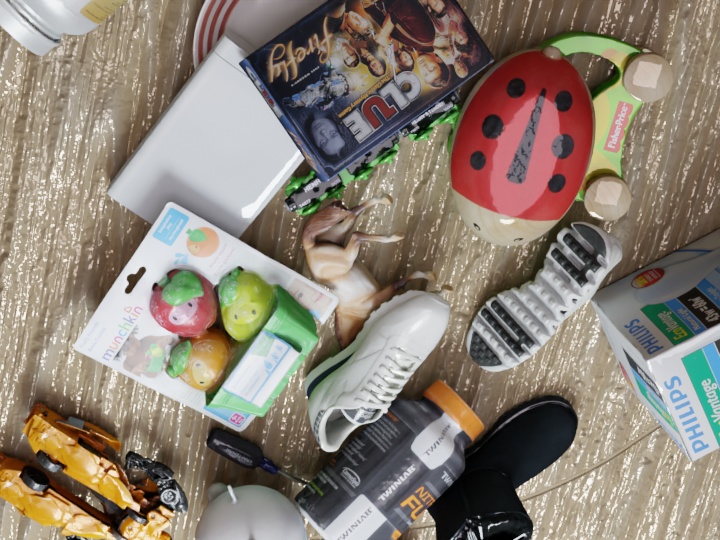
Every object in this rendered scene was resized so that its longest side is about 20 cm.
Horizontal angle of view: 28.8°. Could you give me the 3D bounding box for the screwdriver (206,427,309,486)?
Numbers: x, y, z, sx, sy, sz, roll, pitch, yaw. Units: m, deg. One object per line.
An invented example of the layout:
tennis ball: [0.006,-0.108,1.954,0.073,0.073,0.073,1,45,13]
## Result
screwdriver: [-0.076,0.222,1.491,0.200,0.028,0.029,33,73,-14]

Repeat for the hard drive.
hard drive: [-0.134,-0.114,1.347,0.132,0.027,0.200,34,113,-17]

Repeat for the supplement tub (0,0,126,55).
supplement tub: [-0.244,-0.297,1.222,0.200,0.144,0.144,-39,110,6]

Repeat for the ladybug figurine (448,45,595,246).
ladybug figurine: [0.153,-0.115,1.335,0.135,0.072,0.201,13,106,3]

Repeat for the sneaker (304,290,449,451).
sneaker: [0.022,0.101,1.407,0.076,0.081,0.200,29,121,-25]

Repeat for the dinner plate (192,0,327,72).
dinner plate: [-0.060,-0.211,1.344,0.199,0.024,0.201,-2,110,-6]

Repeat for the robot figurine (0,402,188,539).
robot figurine: [-0.277,0.228,1.451,0.200,0.058,0.145,36,101,-17]

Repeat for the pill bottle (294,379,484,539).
pill bottle: [0.035,0.205,1.451,0.200,0.106,0.106,-44,110,-6]

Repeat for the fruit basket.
fruit basket: [-0.150,0.054,1.376,0.200,0.094,0.185,29,108,-26]

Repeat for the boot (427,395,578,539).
boot: [0.157,0.228,1.454,0.200,0.168,0.077,-32,111,3]

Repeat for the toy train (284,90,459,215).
toy train: [0.011,-0.118,1.369,0.200,0.056,0.042,-33,98,5]

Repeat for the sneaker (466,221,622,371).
sneaker: [0.193,0.032,1.442,0.200,0.081,0.075,-44,71,24]

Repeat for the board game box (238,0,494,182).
board game box: [0.008,-0.194,1.300,0.200,0.035,0.136,-37,99,-12]

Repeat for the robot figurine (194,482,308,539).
robot figurine: [-0.107,0.294,1.442,0.113,0.170,0.200,-33,148,-16]

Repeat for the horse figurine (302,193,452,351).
horse figurine: [0.000,0.000,1.402,0.132,0.050,0.200,-22,127,20]

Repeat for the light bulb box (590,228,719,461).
light bulb box: [0.364,0.061,1.407,0.200,0.198,0.125,-27,109,1]

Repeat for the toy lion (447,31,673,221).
toy lion: [0.187,-0.142,1.389,0.191,0.069,0.201,15,107,-5]
